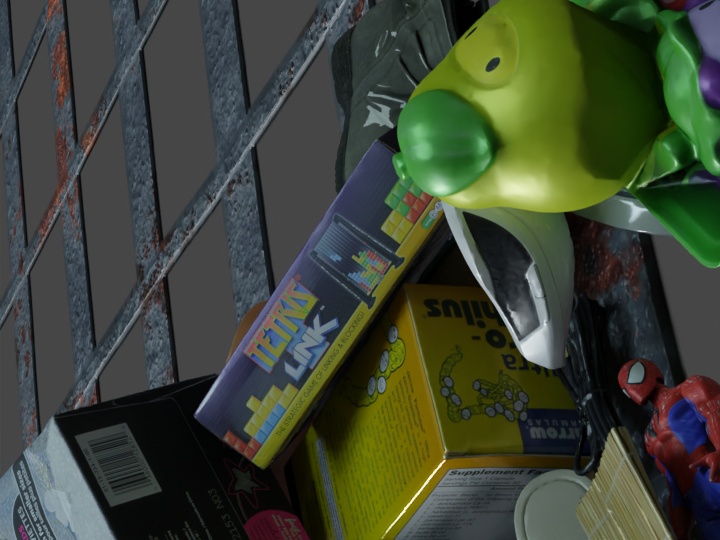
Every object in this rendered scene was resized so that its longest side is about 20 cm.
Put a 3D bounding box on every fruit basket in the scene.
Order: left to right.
[{"bbox_3d":[0.116,-0.095,0.765,0.216,0.214,0.156,-124,43,-53],"label":"fruit basket"}]

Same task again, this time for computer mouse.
[{"bbox_3d":[0.092,0.008,0.867,0.110,0.044,0.200,-88,-25,-44],"label":"computer mouse"}]

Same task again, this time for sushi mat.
[{"bbox_3d":[0.152,0.177,0.805,0.096,0.012,0.201,103,147,-58],"label":"sushi mat"}]

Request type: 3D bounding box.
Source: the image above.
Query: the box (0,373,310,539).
[{"bbox_3d":[-0.109,0.182,1.004,0.115,0.132,0.201,-46,67,39],"label":"box"}]

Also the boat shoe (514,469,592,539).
[{"bbox_3d":[0.131,0.201,0.897,0.063,0.072,0.201,43,-150,-64],"label":"boat shoe"}]

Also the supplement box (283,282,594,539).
[{"bbox_3d":[0.045,0.109,1.010,0.200,0.108,0.110,122,142,-47],"label":"supplement box"}]

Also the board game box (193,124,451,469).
[{"bbox_3d":[0.000,0.000,1.018,0.201,0.057,0.165,-55,-6,22],"label":"board game box"}]

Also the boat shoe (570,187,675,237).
[{"bbox_3d":[0.125,-0.072,0.907,0.200,0.070,0.070,-132,48,-65],"label":"boat shoe"}]

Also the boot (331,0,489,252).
[{"bbox_3d":[0.038,-0.103,1.110,0.131,0.067,0.201,-41,52,51],"label":"boot"}]

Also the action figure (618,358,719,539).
[{"bbox_3d":[0.168,0.109,0.815,0.201,0.051,0.066,-114,30,-49],"label":"action figure"}]

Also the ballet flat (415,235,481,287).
[{"bbox_3d":[0.054,0.043,1.076,0.063,0.068,0.200,52,144,16],"label":"ballet flat"}]

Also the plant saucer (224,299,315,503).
[{"bbox_3d":[-0.045,0.119,1.147,0.200,0.032,0.202,-11,-90,-72],"label":"plant saucer"}]
